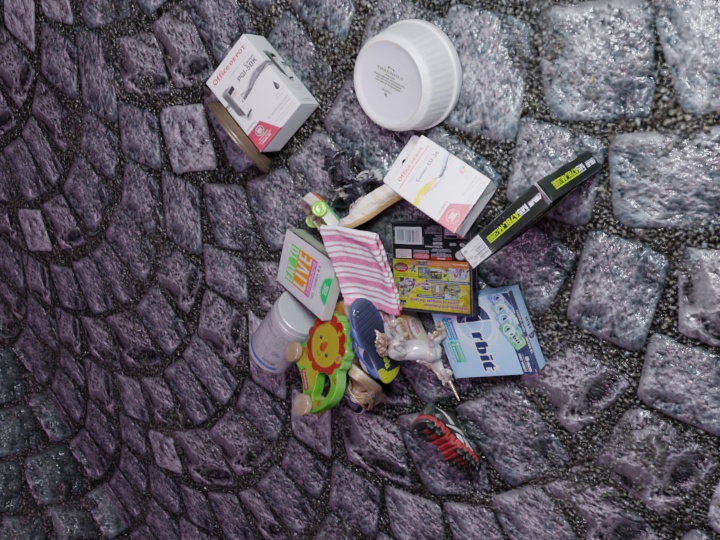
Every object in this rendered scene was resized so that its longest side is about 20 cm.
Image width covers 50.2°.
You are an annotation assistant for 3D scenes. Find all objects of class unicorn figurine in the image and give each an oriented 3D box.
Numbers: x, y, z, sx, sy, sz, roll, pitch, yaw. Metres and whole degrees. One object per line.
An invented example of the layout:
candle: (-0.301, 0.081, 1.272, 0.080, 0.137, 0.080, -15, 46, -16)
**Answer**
unicorn figurine: (0.125, 0.164, 1.558, 0.199, 0.074, 0.138, 17, 133, 10)

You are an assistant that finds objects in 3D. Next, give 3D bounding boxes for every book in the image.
book: (-0.110, 0.006, 1.712, 0.200, 0.048, 0.135, 36, 116, 46)

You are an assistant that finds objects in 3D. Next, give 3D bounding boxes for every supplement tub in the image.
supplement tub: (-0.177, 0.148, 1.853, 0.132, 0.132, 0.200, 49, 134, 10)

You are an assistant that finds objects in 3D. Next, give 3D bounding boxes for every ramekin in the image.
ramekin: (0.076, -0.346, 1.394, 0.201, 0.094, 0.204, 21, 125, 34)

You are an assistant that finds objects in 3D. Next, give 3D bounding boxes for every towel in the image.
towel: (0.000, 0.000, 1.555, 0.146, 0.030, 0.201, 10, 132, 38)

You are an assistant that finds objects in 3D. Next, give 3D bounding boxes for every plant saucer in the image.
plant saucer: (-0.259, -0.296, 1.684, 0.029, 0.200, 0.201, -38, 82, 6)

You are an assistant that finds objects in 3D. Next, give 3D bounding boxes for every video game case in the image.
video game case: (0.145, -0.006, 1.523, 0.199, 0.025, 0.182, 4, 99, 43)

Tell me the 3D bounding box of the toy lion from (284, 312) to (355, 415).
toy lion: (-0.077, 0.200, 1.687, 0.191, 0.068, 0.201, -32, 60, 38)

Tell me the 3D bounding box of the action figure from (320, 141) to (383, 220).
action figure: (-0.023, -0.192, 1.557, 0.119, 0.102, 0.201, 44, 155, 28)

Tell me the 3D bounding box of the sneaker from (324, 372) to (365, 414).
sneaker: (-0.050, 0.264, 1.811, 0.075, 0.114, 0.201, 0, 111, 42)

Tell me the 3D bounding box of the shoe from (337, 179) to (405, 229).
shoe: (0.035, -0.139, 1.528, 0.199, 0.070, 0.054, -28, 90, 18)

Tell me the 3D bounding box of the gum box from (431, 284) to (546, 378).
gum box: (0.247, 0.124, 1.520, 0.199, 0.044, 0.171, -12, 103, 46)

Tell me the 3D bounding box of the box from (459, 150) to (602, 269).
box: (0.280, -0.100, 1.268, 0.048, 0.193, 0.200, 54, 135, 9)

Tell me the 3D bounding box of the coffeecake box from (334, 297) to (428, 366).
coffeecake box: (0.032, 0.118, 1.691, 0.199, 0.073, 0.154, -20, 96, 45)

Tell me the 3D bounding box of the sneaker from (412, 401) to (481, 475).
sneaker: (0.196, 0.362, 1.674, 0.071, 0.098, 0.200, -33, 111, 34)

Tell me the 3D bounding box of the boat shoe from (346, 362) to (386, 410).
boat shoe: (0.006, 0.269, 1.724, 0.074, 0.069, 0.200, 40, 170, 29)

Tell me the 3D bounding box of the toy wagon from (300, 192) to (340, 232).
toy wagon: (-0.056, -0.077, 1.644, 0.200, 0.040, 0.155, 50, 170, -2)

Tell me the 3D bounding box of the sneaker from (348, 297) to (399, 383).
sneaker: (0.012, 0.146, 1.606, 0.082, 0.074, 0.201, 14, 130, 51)

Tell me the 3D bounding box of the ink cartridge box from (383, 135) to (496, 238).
ink cartridge box: (0.135, -0.165, 1.419, 0.200, 0.067, 0.117, 37, 97, 22)

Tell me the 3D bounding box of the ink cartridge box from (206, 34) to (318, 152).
ink cartridge box: (-0.209, -0.373, 1.618, 0.147, 0.083, 0.200, -44, 80, 27)
